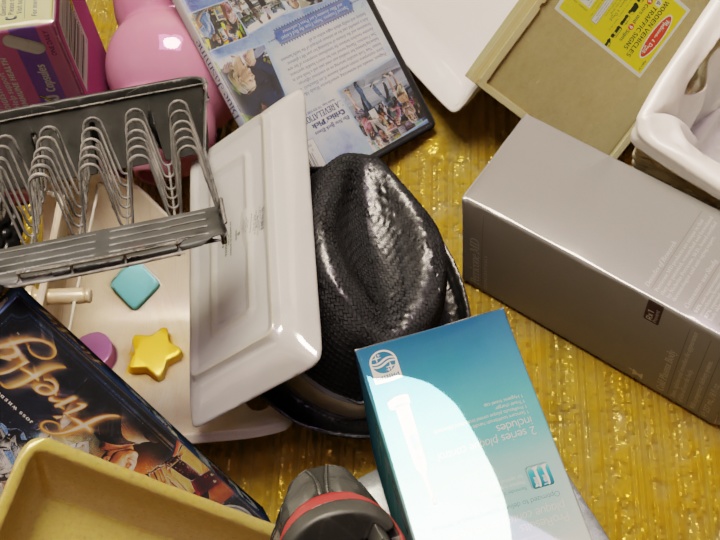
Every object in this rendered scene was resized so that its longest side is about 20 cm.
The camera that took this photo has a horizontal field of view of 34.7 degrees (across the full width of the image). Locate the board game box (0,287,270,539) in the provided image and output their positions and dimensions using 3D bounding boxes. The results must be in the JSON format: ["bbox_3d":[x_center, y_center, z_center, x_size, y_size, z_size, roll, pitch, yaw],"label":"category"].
[{"bbox_3d":[-0.163,0.125,0.637,0.136,0.200,0.035,-46,20,-4],"label":"board game box"}]

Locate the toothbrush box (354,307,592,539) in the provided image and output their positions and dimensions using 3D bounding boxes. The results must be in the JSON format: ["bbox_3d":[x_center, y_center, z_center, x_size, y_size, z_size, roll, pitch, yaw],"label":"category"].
[{"bbox_3d":[0.066,0.147,0.593,0.084,0.147,0.202,-14,58,-4],"label":"toothbrush box"}]

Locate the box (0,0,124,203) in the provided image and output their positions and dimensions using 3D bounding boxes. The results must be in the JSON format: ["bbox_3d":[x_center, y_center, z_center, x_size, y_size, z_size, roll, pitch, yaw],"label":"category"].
[{"bbox_3d":[-0.286,-0.133,0.817,0.197,0.177,0.098,-8,57,0],"label":"box"}]

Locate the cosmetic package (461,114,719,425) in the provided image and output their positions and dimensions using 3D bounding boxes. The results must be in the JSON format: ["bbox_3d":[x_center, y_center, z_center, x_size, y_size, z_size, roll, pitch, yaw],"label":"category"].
[{"bbox_3d":[0.165,-0.003,0.739,0.198,0.107,0.091,27,65,22],"label":"cosmetic package"}]

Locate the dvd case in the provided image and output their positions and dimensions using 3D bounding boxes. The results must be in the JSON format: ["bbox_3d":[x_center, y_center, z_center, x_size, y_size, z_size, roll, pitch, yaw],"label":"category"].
[{"bbox_3d":[-0.044,-0.163,0.830,0.142,0.018,0.202,-31,95,-27],"label":"dvd case"}]

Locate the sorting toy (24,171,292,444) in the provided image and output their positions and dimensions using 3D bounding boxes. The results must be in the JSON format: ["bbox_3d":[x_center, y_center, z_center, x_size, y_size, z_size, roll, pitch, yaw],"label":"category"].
[{"bbox_3d":[-0.130,0.046,0.747,0.177,0.107,0.202,4,54,-4],"label":"sorting toy"}]

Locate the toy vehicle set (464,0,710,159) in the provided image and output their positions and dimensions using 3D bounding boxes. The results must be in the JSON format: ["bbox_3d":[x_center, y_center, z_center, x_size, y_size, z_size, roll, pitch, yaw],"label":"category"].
[{"bbox_3d":[0.179,-0.178,0.790,0.201,0.124,0.027,-53,24,11],"label":"toy vehicle set"}]

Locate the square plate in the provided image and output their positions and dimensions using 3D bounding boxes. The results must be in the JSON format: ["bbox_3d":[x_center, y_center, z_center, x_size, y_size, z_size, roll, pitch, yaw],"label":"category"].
[{"bbox_3d":[0.088,-0.241,0.868,0.199,0.028,0.200,-52,45,15],"label":"square plate"}]

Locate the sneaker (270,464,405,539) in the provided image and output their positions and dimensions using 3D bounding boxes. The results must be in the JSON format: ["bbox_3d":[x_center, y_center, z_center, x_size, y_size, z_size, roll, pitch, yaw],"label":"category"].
[{"bbox_3d":[-0.003,0.187,0.590,0.070,0.203,0.098,-13,21,-7],"label":"sneaker"}]

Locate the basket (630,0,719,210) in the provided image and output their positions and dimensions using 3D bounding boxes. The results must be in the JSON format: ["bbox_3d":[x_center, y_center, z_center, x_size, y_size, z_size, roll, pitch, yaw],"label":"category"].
[{"bbox_3d":[0.283,-0.076,0.731,0.199,0.123,0.136,34,87,11],"label":"basket"}]

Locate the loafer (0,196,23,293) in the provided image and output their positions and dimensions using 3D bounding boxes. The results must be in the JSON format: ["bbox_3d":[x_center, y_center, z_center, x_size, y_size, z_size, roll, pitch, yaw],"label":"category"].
[{"bbox_3d":[-0.289,0.038,0.785,0.070,0.068,0.203,-8,58,36],"label":"loafer"}]

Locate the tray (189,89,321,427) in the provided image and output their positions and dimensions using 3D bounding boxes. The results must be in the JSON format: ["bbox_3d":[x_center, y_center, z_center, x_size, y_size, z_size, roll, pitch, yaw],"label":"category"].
[{"bbox_3d":[-0.073,-0.015,0.703,0.107,0.022,0.202,-29,50,31],"label":"tray"}]

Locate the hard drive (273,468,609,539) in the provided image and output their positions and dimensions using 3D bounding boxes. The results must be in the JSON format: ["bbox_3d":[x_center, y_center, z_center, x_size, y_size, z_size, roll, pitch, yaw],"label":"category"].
[{"bbox_3d":[0.042,0.179,0.681,0.198,0.033,0.140,-26,60,-10],"label":"hard drive"}]

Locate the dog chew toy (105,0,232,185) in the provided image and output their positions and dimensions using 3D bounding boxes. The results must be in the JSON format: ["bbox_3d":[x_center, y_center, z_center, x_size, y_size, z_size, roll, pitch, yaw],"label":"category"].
[{"bbox_3d":[-0.134,-0.158,0.857,0.123,0.125,0.202,6,67,9],"label":"dog chew toy"}]

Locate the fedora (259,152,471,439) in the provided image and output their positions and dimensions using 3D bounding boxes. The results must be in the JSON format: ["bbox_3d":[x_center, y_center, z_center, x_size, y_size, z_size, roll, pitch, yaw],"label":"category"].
[{"bbox_3d":[0.000,0.000,0.729,0.198,0.092,0.203,10,58,-15],"label":"fedora"}]

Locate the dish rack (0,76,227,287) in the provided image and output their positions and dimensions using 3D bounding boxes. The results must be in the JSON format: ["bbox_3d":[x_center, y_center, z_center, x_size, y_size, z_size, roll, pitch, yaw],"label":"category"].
[{"bbox_3d":[-0.152,-0.052,0.664,0.151,0.055,0.200,-13,25,-7],"label":"dish rack"}]

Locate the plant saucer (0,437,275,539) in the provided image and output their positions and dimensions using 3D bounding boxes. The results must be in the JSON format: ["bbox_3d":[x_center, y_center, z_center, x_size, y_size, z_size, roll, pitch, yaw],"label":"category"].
[{"bbox_3d":[-0.123,0.213,0.605,0.198,0.048,0.202,25,77,-20],"label":"plant saucer"}]
